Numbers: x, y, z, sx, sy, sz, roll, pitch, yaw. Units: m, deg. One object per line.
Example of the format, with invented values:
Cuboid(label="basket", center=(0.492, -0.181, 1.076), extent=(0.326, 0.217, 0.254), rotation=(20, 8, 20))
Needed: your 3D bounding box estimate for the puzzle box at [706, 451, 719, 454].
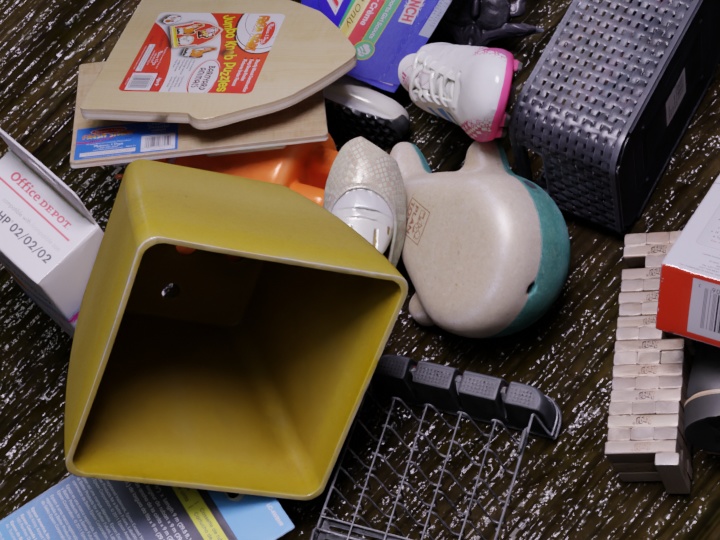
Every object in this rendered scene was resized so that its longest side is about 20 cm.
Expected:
Cuboid(label="puzzle box", center=(0.334, 0.048, 1.363), extent=(0.132, 0.025, 0.201), rotation=(5, 63, 17))

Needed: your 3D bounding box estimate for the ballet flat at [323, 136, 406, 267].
Cuboid(label="ballet flat", center=(0.000, 0.000, 1.402), extent=(0.067, 0.062, 0.201), rotation=(5, 100, -5))

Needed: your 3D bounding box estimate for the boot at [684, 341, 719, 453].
Cuboid(label="boot", center=(0.332, 0.054, 1.307), extent=(0.199, 0.078, 0.139), rotation=(0, 56, 11))

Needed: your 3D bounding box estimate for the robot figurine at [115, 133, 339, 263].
Cuboid(label="robot figurine", center=(-0.097, -0.078, 1.492), extent=(0.199, 0.117, 0.145), rotation=(17, 97, 23))

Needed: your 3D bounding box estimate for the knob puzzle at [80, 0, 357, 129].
Cuboid(label="knob puzzle", center=(-0.100, -0.161, 1.452), extent=(0.218, 0.031, 0.220), rotation=(-4, 36, 3))

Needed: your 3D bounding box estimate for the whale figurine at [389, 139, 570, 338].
Cuboid(label="whale figurine", center=(0.086, -0.028, 1.434), extent=(0.200, 0.103, 0.160), rotation=(39, 115, 49))

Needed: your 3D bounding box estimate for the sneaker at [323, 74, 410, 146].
Cuboid(label="sneaker", center=(-0.034, -0.178, 1.555), extent=(0.199, 0.070, 0.094), rotation=(23, 75, 27))

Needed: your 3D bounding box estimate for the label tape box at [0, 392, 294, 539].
Cuboid(label="label tape box", center=(-0.161, 0.207, 1.382), extent=(0.200, 0.066, 0.143), rotation=(-32, 59, -9))

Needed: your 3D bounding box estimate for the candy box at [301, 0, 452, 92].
Cuboid(label="candy box", center=(0.016, -0.278, 1.520), extent=(0.169, 0.077, 0.200), rotation=(-56, 36, 30))

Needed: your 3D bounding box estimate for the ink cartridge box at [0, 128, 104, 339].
Cuboid(label="ink cartridge box", center=(-0.244, -0.016, 1.445), extent=(0.068, 0.200, 0.115), rotation=(-45, 60, -12))

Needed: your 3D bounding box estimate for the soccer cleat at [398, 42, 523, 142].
Cuboid(label="soccer cleat", center=(0.071, -0.140, 1.405), extent=(0.086, 0.200, 0.070), rotation=(13, 95, -4))

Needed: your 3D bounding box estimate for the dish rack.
Cuboid(label="dish rack", center=(0.050, 0.162, 1.359), extent=(0.153, 0.055, 0.201), rotation=(11, 67, 21))

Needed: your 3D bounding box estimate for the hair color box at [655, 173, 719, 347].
Cuboid(label="hair color box", center=(0.298, -0.020, 1.312), extent=(0.110, 0.064, 0.200), rotation=(17, 42, 23))

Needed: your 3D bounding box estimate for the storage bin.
Cuboid(label="storage bin", center=(0.206, -0.147, 1.435), extent=(0.093, 0.135, 0.200), rotation=(23, 70, 22))

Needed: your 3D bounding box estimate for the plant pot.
Cuboid(label="plant pot", center=(-0.109, 0.027, 1.343), extent=(0.199, 0.201, 0.177), rotation=(10, 29, -24))

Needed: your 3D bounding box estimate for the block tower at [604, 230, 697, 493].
Cuboid(label="block tower", center=(0.221, 0.063, 1.365), extent=(0.058, 0.054, 0.201), rotation=(-4, 60, 21))

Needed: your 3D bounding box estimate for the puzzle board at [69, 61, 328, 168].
Cuboid(label="puzzle board", center=(-0.128, -0.131, 1.456), extent=(0.199, 0.017, 0.151), rotation=(-7, 37, 0))

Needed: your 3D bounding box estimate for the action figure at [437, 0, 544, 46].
Cuboid(label="action figure", center=(0.106, -0.260, 1.552), extent=(0.118, 0.102, 0.201), rotation=(9, 90, 10))
